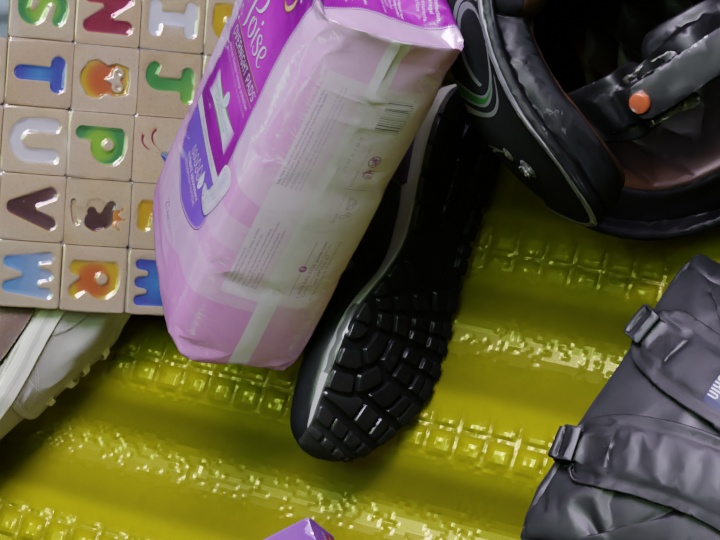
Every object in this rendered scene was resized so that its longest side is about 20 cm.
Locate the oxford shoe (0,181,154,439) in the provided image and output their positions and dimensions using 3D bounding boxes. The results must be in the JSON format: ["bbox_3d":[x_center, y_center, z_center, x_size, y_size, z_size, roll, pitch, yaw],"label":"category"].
[{"bbox_3d":[-0.164,0.042,1.059,0.201,0.058,0.075,-55,30,-2],"label":"oxford shoe"}]

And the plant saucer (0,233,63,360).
[{"bbox_3d":[-0.236,-0.004,1.084,0.199,0.032,0.202,-23,49,29],"label":"plant saucer"}]

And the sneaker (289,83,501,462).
[{"bbox_3d":[0.000,0.000,1.018,0.087,0.076,0.201,6,65,39],"label":"sneaker"}]

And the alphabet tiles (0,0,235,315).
[{"bbox_3d":[-0.114,-0.061,1.029,0.198,0.006,0.168,4,89,-16],"label":"alphabet tiles"}]

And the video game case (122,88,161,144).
[{"bbox_3d":[-0.152,-0.141,1.124,0.143,0.018,0.202,-21,58,42],"label":"video game case"}]

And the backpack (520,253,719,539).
[{"bbox_3d":[0.197,0.105,0.854,0.199,0.154,0.164,15,67,48],"label":"backpack"}]

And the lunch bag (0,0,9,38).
[{"bbox_3d":[-0.273,-0.141,1.127,0.200,0.122,0.170,-49,39,-6],"label":"lunch bag"}]

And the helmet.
[{"bbox_3d":[0.129,-0.113,0.929,0.198,0.191,0.202,0,92,6],"label":"helmet"}]

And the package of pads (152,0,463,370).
[{"bbox_3d":[-0.032,-0.063,0.939,0.201,0.075,0.121,-62,29,33],"label":"package of pads"}]

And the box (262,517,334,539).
[{"bbox_3d":[-0.081,0.222,0.956,0.199,0.039,0.138,-27,61,8],"label":"box"}]
